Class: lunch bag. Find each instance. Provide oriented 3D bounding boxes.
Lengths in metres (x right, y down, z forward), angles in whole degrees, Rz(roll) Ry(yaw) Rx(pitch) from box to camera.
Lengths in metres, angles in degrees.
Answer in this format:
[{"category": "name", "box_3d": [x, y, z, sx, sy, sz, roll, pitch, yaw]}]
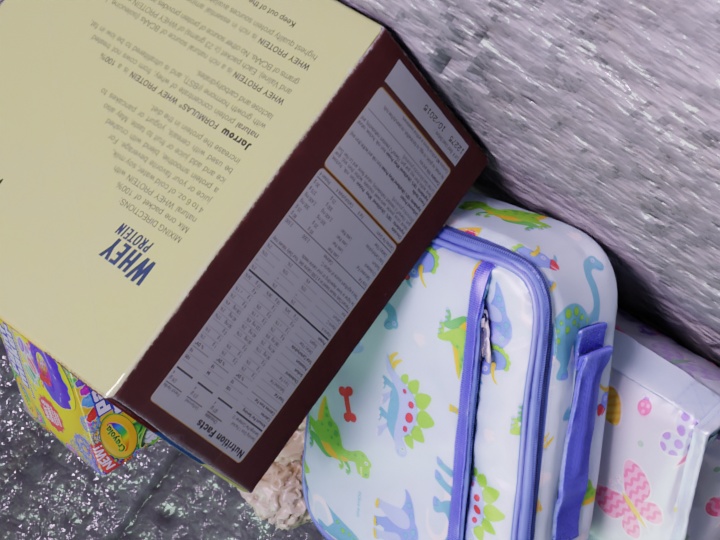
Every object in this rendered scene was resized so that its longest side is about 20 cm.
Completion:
[{"category": "lunch bag", "box_3d": [0.048, 0.062, 1.067, 0.161, 0.201, 0.082, 23, -152, 37]}, {"category": "lunch bag", "box_3d": [0.137, 0.091, 1.137, 0.169, 0.127, 0.200, 32, 160, 30]}]

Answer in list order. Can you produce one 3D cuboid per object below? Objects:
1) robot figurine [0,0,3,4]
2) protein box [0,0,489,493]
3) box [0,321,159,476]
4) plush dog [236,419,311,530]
[{"category": "robot figurine", "box_3d": [-0.189, -0.131, 1.218, 0.200, 0.125, 0.150, 45, 166, -32]}, {"category": "protein box", "box_3d": [-0.089, -0.041, 1.003, 0.198, 0.200, 0.135, 32, 173, 34]}, {"category": "box", "box_3d": [-0.179, 0.013, 1.651, 0.122, 0.192, 0.200, 32, 145, 42]}, {"category": "plush dog", "box_3d": [-0.049, 0.070, 1.503, 0.200, 0.160, 0.172, 55, 171, -1]}]
